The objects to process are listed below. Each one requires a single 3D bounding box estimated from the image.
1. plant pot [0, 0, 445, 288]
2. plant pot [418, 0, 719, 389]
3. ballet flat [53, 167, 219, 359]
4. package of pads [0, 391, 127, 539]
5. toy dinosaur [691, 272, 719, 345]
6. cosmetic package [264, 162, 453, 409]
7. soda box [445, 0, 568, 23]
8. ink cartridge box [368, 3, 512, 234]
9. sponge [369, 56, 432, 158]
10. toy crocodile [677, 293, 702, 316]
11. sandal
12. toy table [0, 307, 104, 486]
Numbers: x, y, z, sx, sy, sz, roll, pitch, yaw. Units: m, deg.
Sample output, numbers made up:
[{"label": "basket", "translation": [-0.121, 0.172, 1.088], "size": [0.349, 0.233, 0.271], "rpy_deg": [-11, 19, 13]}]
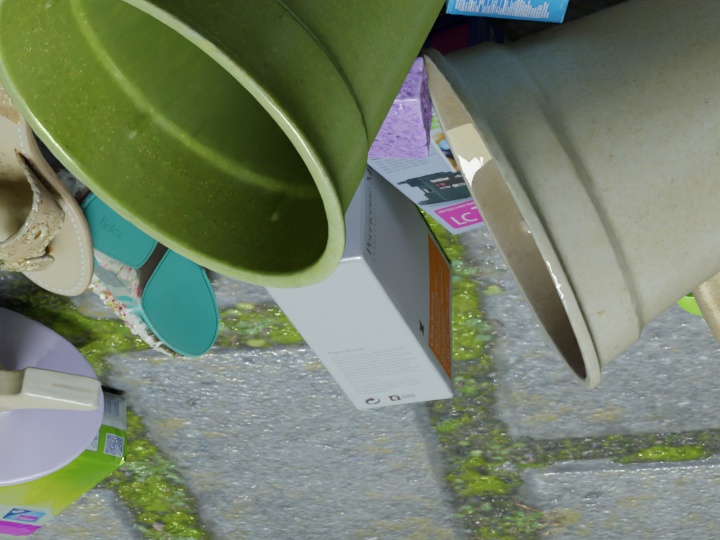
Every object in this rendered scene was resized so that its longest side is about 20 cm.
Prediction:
[{"label": "plant pot", "translation": [-0.042, -0.130, 1.059], "size": [0.199, 0.190, 0.201], "rpy_deg": [28, 154, 15]}, {"label": "plant pot", "translation": [0.156, -0.068, 1.213], "size": [0.183, 0.201, 0.201], "rpy_deg": [-27, 149, -1]}, {"label": "ballet flat", "translation": [-0.156, -0.011, 1.483], "size": [0.064, 0.076, 0.200], "rpy_deg": [21, 159, 34]}, {"label": "package of pads", "translation": [-0.287, 0.138, 1.743], "size": [0.154, 0.069, 0.200], "rpy_deg": [16, 147, -27]}, {"label": "toy dinosaur", "translation": [0.194, -0.016, 1.346], "size": [0.100, 0.058, 0.202], "rpy_deg": [2, 114, 21]}, {"label": "cosmetic package", "translation": [0.000, 0.000, 1.443], "size": [0.071, 0.102, 0.200], "rpy_deg": [-8, 151, 16]}, {"label": "soda box", "translation": [0.083, -0.205, 1.098], "size": [0.064, 0.068, 0.200], "rpy_deg": [5, 151, -4]}, {"label": "ink cartridge box", "translation": [0.055, -0.091, 1.341], "size": [0.119, 0.042, 0.200], "rpy_deg": [-16, 145, 28]}, {"label": "sponge", "translation": [-0.062, -0.088, 1.236], "size": [0.198, 0.030, 0.112], "rpy_deg": [1, 169, 6]}, {"label": "toy crocodile", "translation": [0.243, -0.036, 1.399], "size": [0.061, 0.068, 0.200], "rpy_deg": [5, 151, -6]}, {"label": "sandal", "translation": [-0.217, -0.044, 1.337], "size": [0.077, 0.070, 0.213], "rpy_deg": [10, 136, 20]}, {"label": "toy table", "translation": [-0.269, 0.074, 1.537], "size": [0.198, 0.185, 0.117], "rpy_deg": [-1, 170, -13]}]
